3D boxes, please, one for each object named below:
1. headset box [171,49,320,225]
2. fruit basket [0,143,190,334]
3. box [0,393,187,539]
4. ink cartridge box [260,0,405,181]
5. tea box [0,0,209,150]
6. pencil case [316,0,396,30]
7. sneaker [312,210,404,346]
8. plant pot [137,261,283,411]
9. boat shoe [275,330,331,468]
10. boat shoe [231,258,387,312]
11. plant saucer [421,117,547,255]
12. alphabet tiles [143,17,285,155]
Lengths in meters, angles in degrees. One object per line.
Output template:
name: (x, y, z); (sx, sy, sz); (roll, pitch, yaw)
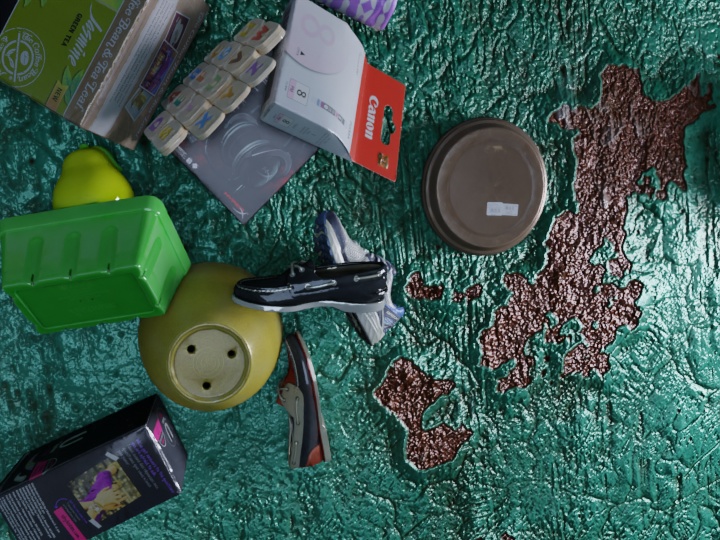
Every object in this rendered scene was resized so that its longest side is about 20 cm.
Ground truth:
headset box: (-0.133, -0.183, 0.823); (0.200, 0.077, 0.149); (-44, 104, -1)
fruit basket: (-0.325, -0.045, 0.786); (0.213, 0.217, 0.156); (-19, 139, -8)
box: (-0.339, 0.263, 0.824); (0.198, 0.122, 0.107); (-24, 102, -8)
ink cartridge box: (-0.017, -0.225, 0.798); (0.198, 0.057, 0.165); (19, 65, -24)
tea box: (-0.313, -0.279, 0.715); (0.195, 0.134, 0.202); (29, 92, 3)
pencil case: (-0.036, -0.382, 0.807); (0.198, 0.084, 0.086); (19, 129, -16)
sneaker: (0.000, 0.000, 0.891); (0.085, 0.077, 0.202); (-30, 111, -16)
plant pot: (-0.192, 0.099, 0.821); (0.197, 0.142, 0.203); (-2, 99, -12)
boat shoe: (-0.087, 0.185, 0.897); (0.062, 0.071, 0.203); (-11, 105, -7)
boat shoe: (-0.062, 0.014, 0.802); (0.197, 0.076, 0.061); (-1, 110, -19)
plant saucer: (0.186, -0.120, 0.927); (0.197, 0.029, 0.203); (-2, 99, -13)
alphabet tiles: (-0.175, -0.220, 0.751); (0.200, 0.195, 0.015); (-47, 127, -2)
